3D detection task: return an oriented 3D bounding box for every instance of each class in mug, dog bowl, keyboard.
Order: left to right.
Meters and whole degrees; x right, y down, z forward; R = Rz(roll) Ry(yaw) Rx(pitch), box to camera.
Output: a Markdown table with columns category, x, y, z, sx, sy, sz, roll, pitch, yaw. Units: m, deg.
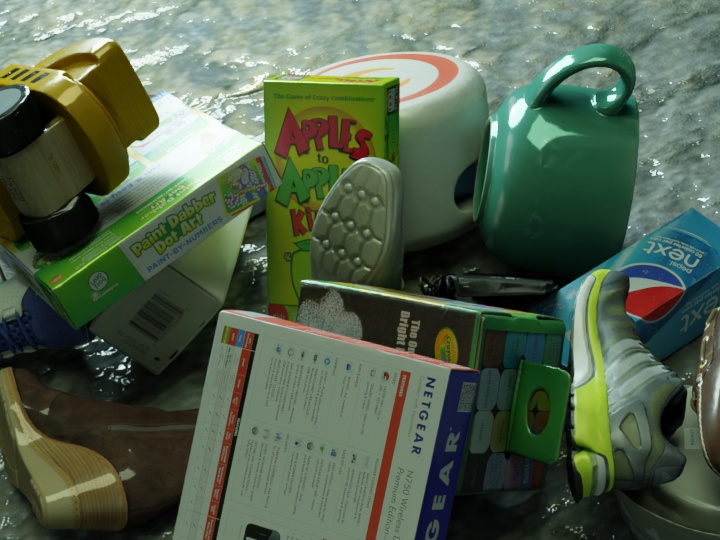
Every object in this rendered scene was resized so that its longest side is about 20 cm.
| category | x | y | z | sx | sy | sz | roll | pitch | yaw |
| --- | --- | --- | --- | --- | --- | --- | --- | --- | --- |
| keyboard | 0.101 | 0.023 | 1.413 | 0.103 | 0.040 | 0.200 | 4 | 1 | 7 |
| mug | 0.155 | -0.089 | 1.474 | 0.113 | 0.187 | 0.152 | 8 | 3 | -1 |
| dog bowl | 0.264 | 0.135 | 1.256 | 0.198 | 0.059 | 0.201 | -6 | 34 | 4 |

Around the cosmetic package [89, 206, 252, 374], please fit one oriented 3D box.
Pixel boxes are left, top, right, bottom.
| category | x | y | z | sx | sy | sz | roll | pitch | yaw |
| --- | --- | --- | --- | --- | --- | --- | --- | --- | --- |
| cosmetic package | -0.150 | -0.021 | 1.519 | 0.073 | 0.104 | 0.201 | 34 | 32 | -17 |

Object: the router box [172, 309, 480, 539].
| category | x | y | z | sx | sy | sz | roll | pitch | yaw |
| --- | --- | --- | --- | --- | --- | --- | --- | --- | --- |
| router box | -0.029 | 0.143 | 1.201 | 0.178 | 0.202 | 0.049 | 13 | 2 | 28 |

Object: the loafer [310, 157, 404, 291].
| category | x | y | z | sx | sy | sz | roll | pitch | yaw |
| --- | --- | --- | --- | --- | --- | --- | --- | --- | --- |
| loafer | 0.000 | 0.000 | 1.387 | 0.070 | 0.201 | 0.070 | 31 | 36 | 23 |

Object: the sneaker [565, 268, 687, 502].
| category | x | y | z | sx | sy | sz | roll | pitch | yaw |
| --- | --- | --- | --- | --- | --- | --- | --- | --- | --- |
| sneaker | 0.182 | 0.078 | 1.252 | 0.080 | 0.074 | 0.201 | 4 | 45 | 4 |

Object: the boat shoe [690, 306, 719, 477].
| category | x | y | z | sx | sy | sz | roll | pitch | yaw |
| --- | --- | --- | --- | --- | --- | --- | --- | --- | --- |
| boat shoe | 0.259 | 0.078 | 1.238 | 0.070 | 0.070 | 0.200 | -33 | 15 | 36 |

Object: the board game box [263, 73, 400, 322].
| category | x | y | z | sx | sy | sz | roll | pitch | yaw |
| --- | --- | --- | --- | --- | --- | --- | --- | --- | --- |
| board game box | -0.022 | -0.053 | 1.462 | 0.101 | 0.202 | 0.048 | 4 | 14 | 18 |

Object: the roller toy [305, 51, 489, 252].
| category | x | y | z | sx | sy | sz | roll | pitch | yaw |
| --- | --- | --- | --- | --- | --- | --- | --- | --- | --- |
| roller toy | 0.021 | -0.096 | 1.569 | 0.198 | 0.141 | 0.182 | -15 | 24 | -14 |

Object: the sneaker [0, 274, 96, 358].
| category | x | y | z | sx | sy | sz | roll | pitch | yaw |
| --- | --- | --- | --- | --- | --- | --- | --- | --- | --- |
| sneaker | -0.316 | 0.057 | 1.492 | 0.198 | 0.081 | 0.115 | 0 | 39 | 25 |

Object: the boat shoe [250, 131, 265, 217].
| category | x | y | z | sx | sy | sz | roll | pitch | yaw |
| --- | --- | --- | --- | --- | --- | --- | --- | --- | --- |
| boat shoe | -0.061 | -0.111 | 1.675 | 0.199 | 0.069 | 0.057 | -28 | 36 | -23 |

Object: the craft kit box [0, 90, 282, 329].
| category | x | y | z | sx | sy | sz | roll | pitch | yaw |
| --- | --- | --- | --- | --- | --- | --- | --- | --- | --- |
| craft kit box | -0.189 | -0.055 | 1.453 | 0.199 | 0.049 | 0.197 | -36 | 28 | -14 |

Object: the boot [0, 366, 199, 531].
| category | x | y | z | sx | sy | sz | roll | pitch | yaw |
| --- | --- | --- | --- | --- | --- | --- | --- | --- | --- |
| boot | -0.181 | 0.126 | 1.383 | 0.165 | 0.073 | 0.200 | -9 | 31 | -22 |

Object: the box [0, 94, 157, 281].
| category | x | y | z | sx | sy | sz | roll | pitch | yaw |
| --- | --- | --- | --- | --- | --- | --- | --- | --- | --- |
| box | -0.240 | -0.068 | 1.615 | 0.075 | 0.101 | 0.200 | 8 | 36 | 43 |

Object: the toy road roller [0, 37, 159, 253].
| category | x | y | z | sx | sy | sz | roll | pitch | yaw |
| --- | --- | --- | --- | --- | --- | --- | --- | --- | --- |
| toy road roller | -0.249 | -0.110 | 1.422 | 0.146 | 0.123 | 0.199 | -42 | 33 | -26 |

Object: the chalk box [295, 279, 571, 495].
| category | x | y | z | sx | sy | sz | roll | pitch | yaw |
| --- | --- | --- | --- | --- | --- | --- | --- | --- | --- |
| chalk box | 0.061 | 0.084 | 1.262 | 0.199 | 0.126 | 0.124 | 11 | 2 | 34 |

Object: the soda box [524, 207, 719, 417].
| category | x | y | z | sx | sy | sz | roll | pitch | yaw |
| --- | --- | --- | --- | --- | --- | --- | --- | --- | --- |
| soda box | 0.205 | 0.034 | 1.397 | 0.199 | 0.068 | 0.064 | -30 | 50 | -28 |
